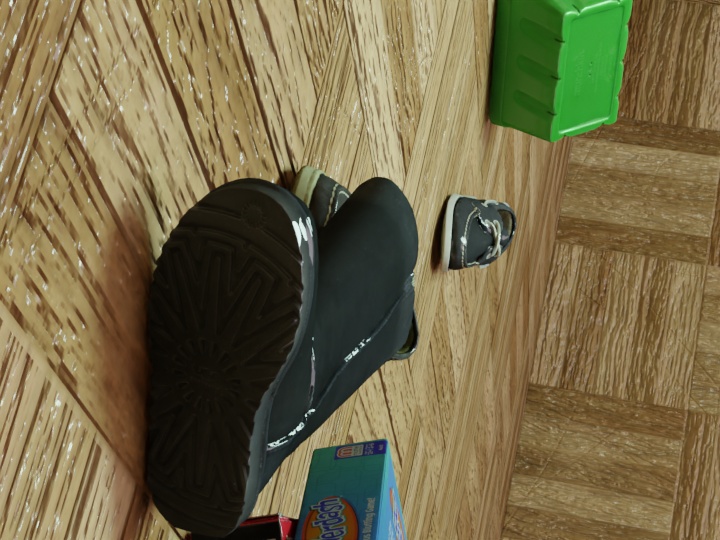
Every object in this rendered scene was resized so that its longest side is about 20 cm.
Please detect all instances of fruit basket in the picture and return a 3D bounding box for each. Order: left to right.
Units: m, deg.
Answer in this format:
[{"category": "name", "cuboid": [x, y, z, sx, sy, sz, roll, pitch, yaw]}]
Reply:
[{"category": "fruit basket", "cuboid": [0.204, -0.267, 1.702, 0.216, 0.155, 0.216, 46, -34, 45]}]

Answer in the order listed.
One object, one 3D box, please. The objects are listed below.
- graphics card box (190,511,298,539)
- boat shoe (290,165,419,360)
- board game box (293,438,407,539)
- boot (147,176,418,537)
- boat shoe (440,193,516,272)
[{"category": "graphics card box", "cuboid": [-0.039, 0.226, 0.767, 0.125, 0.051, 0.201, 56, 26, -77]}, {"category": "boat shoe", "cuboid": [0.000, 0.001, 0.884, 0.201, 0.066, 0.072, 73, 30, -66]}, {"category": "board game box", "cuboid": [0.002, 0.193, 0.745, 0.200, 0.045, 0.153, -77, 157, -71]}, {"category": "boot", "cuboid": [-0.019, 0.004, 0.696, 0.200, 0.065, 0.165, -40, 151, -56]}, {"category": "boat shoe", "cuboid": [0.116, -0.035, 1.520, 0.200, 0.060, 0.074, -24, 123, -78]}]
